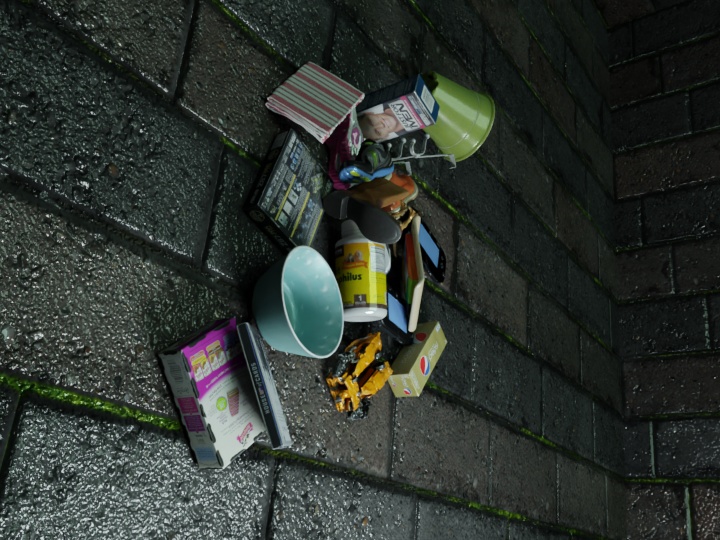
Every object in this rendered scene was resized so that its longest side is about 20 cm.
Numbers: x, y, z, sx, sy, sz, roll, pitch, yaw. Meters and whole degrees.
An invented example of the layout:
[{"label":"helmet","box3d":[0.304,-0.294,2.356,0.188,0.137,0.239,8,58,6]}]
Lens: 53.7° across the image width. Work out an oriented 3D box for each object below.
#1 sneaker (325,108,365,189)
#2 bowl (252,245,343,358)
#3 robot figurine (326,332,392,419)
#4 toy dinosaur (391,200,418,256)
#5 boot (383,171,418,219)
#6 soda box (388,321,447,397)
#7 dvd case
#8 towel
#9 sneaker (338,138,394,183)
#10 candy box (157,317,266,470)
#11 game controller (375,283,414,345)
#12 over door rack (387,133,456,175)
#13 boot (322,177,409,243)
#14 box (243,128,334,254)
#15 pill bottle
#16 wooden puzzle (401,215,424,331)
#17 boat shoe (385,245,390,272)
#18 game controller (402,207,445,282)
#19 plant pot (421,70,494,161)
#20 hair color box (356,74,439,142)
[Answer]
[{"label":"sneaker","box3d":[-0.028,-0.278,1.557,0.087,0.080,0.206,-7,95,-56]},{"label":"bowl","box3d":[-0.124,0.067,1.291,0.200,0.103,0.205,39,44,-50]},{"label":"robot figurine","box3d":[-0.003,0.219,1.480,0.199,0.057,0.148,-37,111,-53]},{"label":"toy dinosaur","box3d":[0.075,-0.097,1.560,0.060,0.107,0.200,39,5,11]},{"label":"boot","box3d":[0.078,-0.201,1.665,0.109,0.074,0.201,66,24,-19]},{"label":"soda box","box3d":[0.133,0.206,1.669,0.201,0.067,0.065,-51,123,-47]},{"label":"dvd case","box3d":[-0.158,0.195,1.185,0.151,0.024,0.204,93,-20,-77]},{"label":"towel","box3d":[-0.090,-0.350,1.461,0.145,0.030,0.201,32,45,2]},{"label":"sneaker","box3d":[0.008,-0.229,1.484,0.199,0.069,0.085,-31,113,-58]},{"label":"candy box","box3d":[-0.233,0.197,1.155,0.136,0.060,0.205,-31,107,-55]},{"label":"game controller","box3d":[0.077,0.098,1.612,0.200,0.041,0.107,42,51,-57]},{"label":"over door rack","box3d":[0.117,-0.278,1.699,0.198,0.145,0.069,3,84,-54]},{"label":"boot","box3d":[0.045,-0.129,1.473,0.199,0.185,0.070,-28,131,-52]},{"label":"box","box3d":[-0.134,-0.148,1.392,0.161,0.048,0.203,47,47,-37]},{"label":"pill bottle","box3d":[0.000,0.000,1.494,0.108,0.107,0.206,13,71,-52]},{"label":"wooden puzzle","box3d":[0.117,0.007,1.625,0.187,0.036,0.204,93,-1,-52]},{"label":"boat shoe","box3d":[0.028,-0.087,1.594,0.068,0.070,0.205,34,39,-78]},{"label":"game controller","box3d":[0.163,-0.062,1.787,0.201,0.041,0.106,52,44,-35]},{"label":"plant pot","box3d":[0.218,-0.421,1.867,0.188,0.198,0.205,25,61,-34]},{"label":"hair color box","box3d":[0.068,-0.355,1.598,0.100,0.197,0.062,46,47,-37]}]
